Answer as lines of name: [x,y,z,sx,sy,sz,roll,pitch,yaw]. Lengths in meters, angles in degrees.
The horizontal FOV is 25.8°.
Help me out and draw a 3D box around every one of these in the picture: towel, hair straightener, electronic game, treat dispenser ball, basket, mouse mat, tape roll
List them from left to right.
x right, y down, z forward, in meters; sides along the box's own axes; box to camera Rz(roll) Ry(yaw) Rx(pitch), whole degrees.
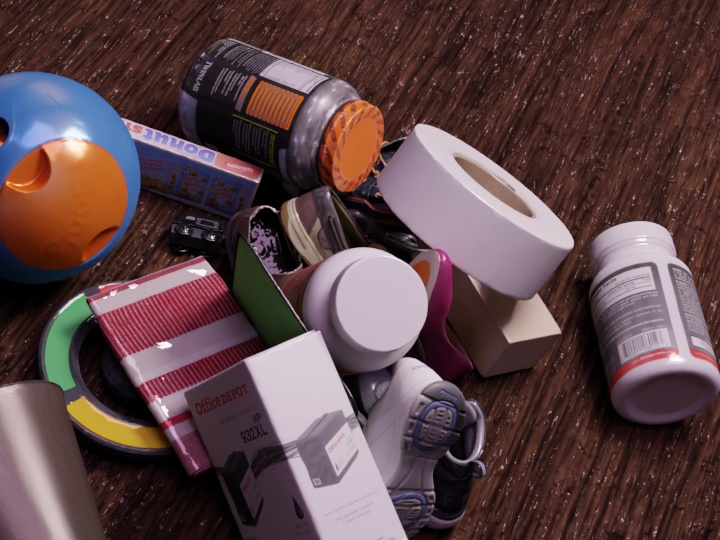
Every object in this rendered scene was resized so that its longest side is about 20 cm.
basket: [-0.288,0.216,1.311,0.180,0.136,0.200,-20,66,-29]
treat dispenser ball: [-0.311,-0.088,1.497,0.200,0.201,0.201,11,50,-13]
electronic game: [-0.208,0.092,1.499,0.199,0.042,0.201,11,50,-13]
towel: [-0.154,0.088,1.489,0.144,0.023,0.200,-21,69,-38]
mouse mat: [-0.064,0.070,1.452,0.008,0.161,0.200,-29,75,-17]
hair straightener: [0.012,-0.036,1.647,0.199,0.041,0.077,16,39,16]
tape roll: [0.116,-0.059,1.578,0.202,0.071,0.203,34,16,-11]

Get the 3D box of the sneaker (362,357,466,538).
sneaker: [0.032,0.171,1.442,0.074,0.200,0.087,13,23,-31]

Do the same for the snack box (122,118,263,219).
snack box: [-0.205,-0.110,1.642,0.199,0.072,0.024,19,49,-6]

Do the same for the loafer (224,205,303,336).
loafer: [-0.087,0.024,1.561,0.073,0.071,0.201,-14,74,-22]

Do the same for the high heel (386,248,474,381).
high heel: [0.087,0.046,1.545,0.096,0.200,0.067,-2,48,-15]

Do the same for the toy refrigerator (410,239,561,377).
toy refrigerator: [0.122,0.013,1.676,0.076,0.070,0.200,-9,57,-36]

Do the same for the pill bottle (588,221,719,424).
pill bottle: [0.308,0.053,1.683,0.115,0.116,0.201,7,51,-16]

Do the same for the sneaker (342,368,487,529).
sneaker: [0.057,0.140,1.511,0.075,0.114,0.200,-12,59,-37]

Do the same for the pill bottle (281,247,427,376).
pill bottle: [-0.008,0.039,1.444,0.112,0.200,0.113,2,83,-15]

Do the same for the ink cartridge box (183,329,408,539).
ink cartridge box: [-0.060,0.170,1.381,0.084,0.145,0.201,-21,86,-32]

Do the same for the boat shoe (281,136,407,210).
boat shoe: [0.018,-0.113,1.719,0.199,0.091,0.071,8,50,-16]

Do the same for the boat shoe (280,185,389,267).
boat shoe: [0.000,-0.001,1.581,0.201,0.066,0.072,51,27,-22]

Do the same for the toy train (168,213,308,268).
toy train: [-0.102,-0.023,1.642,0.199,0.034,0.046,13,38,-11]

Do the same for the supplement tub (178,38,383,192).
supplement tub: [-0.083,-0.160,1.662,0.200,0.123,0.123,25,45,25]
